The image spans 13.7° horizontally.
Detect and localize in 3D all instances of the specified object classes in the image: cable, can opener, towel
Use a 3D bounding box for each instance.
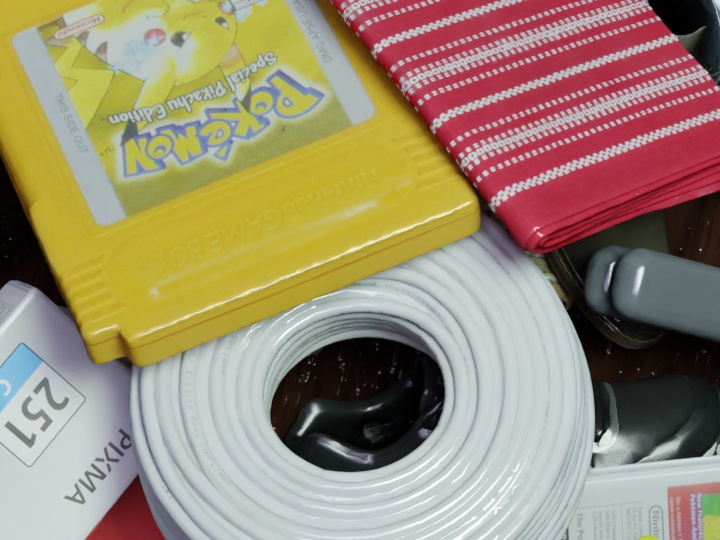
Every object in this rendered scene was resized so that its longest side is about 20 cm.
[{"bbox_3d":[0.001,0.058,1.281,0.200,0.069,0.200,29,70,15],"label":"cable"},{"bbox_3d":[0.192,0.035,1.362,0.199,0.053,0.067,19,84,-26],"label":"can opener"},{"bbox_3d":[0.067,-0.099,1.301,0.144,0.023,0.200,-21,63,-36],"label":"towel"}]

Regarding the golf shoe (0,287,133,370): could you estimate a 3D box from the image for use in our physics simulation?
[{"bbox_3d":[-0.159,0.044,1.366,0.199,0.088,0.077,11,75,-2],"label":"golf shoe"}]

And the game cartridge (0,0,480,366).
[{"bbox_3d":[-0.066,-0.065,1.293,0.176,0.032,0.200,-22,55,-8],"label":"game cartridge"}]

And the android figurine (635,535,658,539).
[{"bbox_3d":[0.144,0.211,1.310,0.181,0.041,0.201,-3,103,-7],"label":"android figurine"}]

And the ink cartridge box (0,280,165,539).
[{"bbox_3d":[-0.149,0.136,1.323,0.176,0.045,0.200,43,79,-21],"label":"ink cartridge box"}]

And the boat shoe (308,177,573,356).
[{"bbox_3d":[0.000,0.000,1.387,0.199,0.073,0.063,-9,62,-6],"label":"boat shoe"}]

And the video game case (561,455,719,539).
[{"bbox_3d":[0.150,0.181,1.338,0.182,0.023,0.201,-5,101,-7],"label":"video game case"}]

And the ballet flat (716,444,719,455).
[{"bbox_3d":[0.140,0.118,1.375,0.200,0.063,0.069,-39,83,-11],"label":"ballet flat"}]

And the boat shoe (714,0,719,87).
[{"bbox_3d":[0.181,-0.066,1.417,0.068,0.074,0.200,-39,95,-13],"label":"boat shoe"}]

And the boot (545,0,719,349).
[{"bbox_3d":[0.121,-0.070,1.370,0.075,0.097,0.201,-6,75,-35],"label":"boot"}]

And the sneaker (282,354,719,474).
[{"bbox_3d":[0.063,0.074,1.344,0.199,0.076,0.088,-18,122,3],"label":"sneaker"}]
